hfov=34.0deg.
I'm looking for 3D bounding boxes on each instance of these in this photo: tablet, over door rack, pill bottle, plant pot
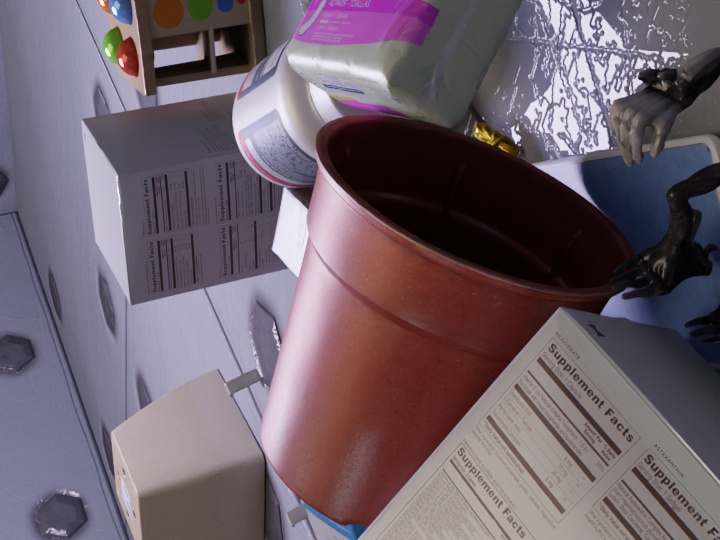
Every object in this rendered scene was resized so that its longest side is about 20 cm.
[{"bbox_3d":[0.165,-0.009,0.723,0.199,0.013,0.132,-1,101,67],"label":"tablet"},{"bbox_3d":[-0.037,0.172,1.144,0.149,0.066,0.200,61,-169,21],"label":"over door rack"},{"bbox_3d":[-0.024,-0.139,0.968,0.199,0.118,0.122,-9,94,68],"label":"pill bottle"},{"bbox_3d":[0.035,0.040,0.714,0.201,0.198,0.197,51,127,46],"label":"plant pot"},{"bbox_3d":[-0.254,0.296,1.694,0.200,0.175,0.202,52,147,45],"label":"plant pot"}]

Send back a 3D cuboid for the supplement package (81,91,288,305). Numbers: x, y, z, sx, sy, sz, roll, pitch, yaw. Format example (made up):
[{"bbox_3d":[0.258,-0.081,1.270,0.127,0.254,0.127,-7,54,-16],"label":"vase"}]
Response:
[{"bbox_3d":[-0.178,-0.083,1.263,0.152,0.197,0.153,-133,36,-51],"label":"supplement package"}]

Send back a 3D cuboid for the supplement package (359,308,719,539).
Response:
[{"bbox_3d":[0.117,0.149,0.600,0.201,0.151,0.151,-51,58,19],"label":"supplement package"}]

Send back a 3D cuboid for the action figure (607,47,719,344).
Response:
[{"bbox_3d":[0.182,-0.050,0.542,0.119,0.101,0.202,42,142,31],"label":"action figure"}]

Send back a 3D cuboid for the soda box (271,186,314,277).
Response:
[{"bbox_3d":[0.000,0.000,1.019,0.200,0.063,0.069,45,130,42],"label":"soda box"}]

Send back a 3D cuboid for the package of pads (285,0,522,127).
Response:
[{"bbox_3d":[0.045,-0.193,0.718,0.202,0.068,0.154,-62,29,-1],"label":"package of pads"}]

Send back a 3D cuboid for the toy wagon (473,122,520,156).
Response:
[{"bbox_3d":[0.056,-0.014,0.867,0.154,0.039,0.202,37,124,23],"label":"toy wagon"}]

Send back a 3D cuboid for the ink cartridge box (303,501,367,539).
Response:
[{"bbox_3d":[0.034,0.200,0.872,0.066,0.115,0.202,19,134,47],"label":"ink cartridge box"}]

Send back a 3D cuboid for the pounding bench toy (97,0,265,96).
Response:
[{"bbox_3d":[-0.213,-0.284,1.293,0.200,0.154,0.126,-140,42,-56],"label":"pounding bench toy"}]
